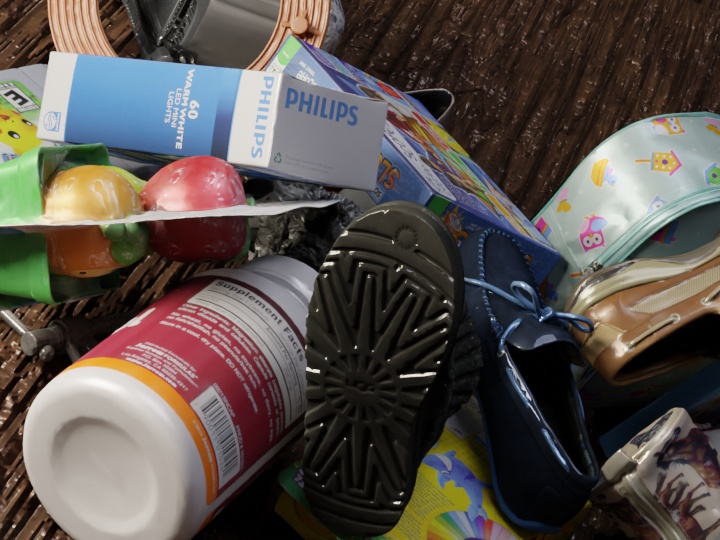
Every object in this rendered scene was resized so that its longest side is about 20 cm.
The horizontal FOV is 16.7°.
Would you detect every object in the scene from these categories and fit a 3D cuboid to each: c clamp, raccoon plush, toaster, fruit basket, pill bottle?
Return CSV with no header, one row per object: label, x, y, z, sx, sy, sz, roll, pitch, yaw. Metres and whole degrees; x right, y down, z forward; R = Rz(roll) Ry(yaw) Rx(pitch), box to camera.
c clamp,-0.118,0.043,1.481,0.199,0.027,0.171,-6,43,-45
raccoon plush,0.000,0.000,1.566,0.199,0.097,0.134,30,19,-23
toaster,-0.095,-0.200,1.804,0.128,0.114,0.200,14,30,-28
fruit basket,-0.124,-0.023,1.392,0.198,0.094,0.185,2,4,10
pill bottle,-0.089,0.069,1.358,0.113,0.113,0.200,35,35,12

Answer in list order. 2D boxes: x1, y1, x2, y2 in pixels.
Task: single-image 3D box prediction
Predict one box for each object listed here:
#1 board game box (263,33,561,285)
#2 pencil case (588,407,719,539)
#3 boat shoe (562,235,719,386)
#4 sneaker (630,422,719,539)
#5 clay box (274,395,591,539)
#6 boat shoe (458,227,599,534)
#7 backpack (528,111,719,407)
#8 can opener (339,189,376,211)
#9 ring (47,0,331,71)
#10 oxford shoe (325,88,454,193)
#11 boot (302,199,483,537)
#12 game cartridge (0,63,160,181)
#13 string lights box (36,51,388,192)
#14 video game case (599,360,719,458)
board game box,0.033,-0.072,1.621,0.135,0.035,0.200,24,19,-43
pencil case,0.215,0.175,1.443,0.200,0.078,0.089,52,17,-3
boat shoe,0.227,0.024,1.522,0.199,0.076,0.074,-18,55,-7
sneaker,0.219,0.125,1.576,0.086,0.080,0.200,43,29,6
clay box,0.038,0.142,1.436,0.115,0.048,0.200,41,33,21
boat shoe,0.109,0.058,1.463,0.084,0.069,0.201,6,56,-38
backpack,0.200,-0.005,1.655,0.175,0.201,0.154,3,41,-39
can opener,0.023,0.005,1.656,0.066,0.054,0.201,-8,36,-3
ring,-0.120,-0.191,1.699,0.200,0.201,0.019,31,-3,5
oxford shoe,-0.008,-0.100,1.757,0.071,0.073,0.199,43,32,24
boot,0.026,0.027,1.356,0.079,0.212,0.158,21,34,11
game cartridge,-0.223,-0.073,1.568,0.133,0.041,0.200,44,32,18
string lights box,-0.092,-0.093,1.500,0.199,0.059,0.102,9,-1,41
video game case,0.270,0.076,1.652,0.199,0.143,0.018,-7,66,-47
